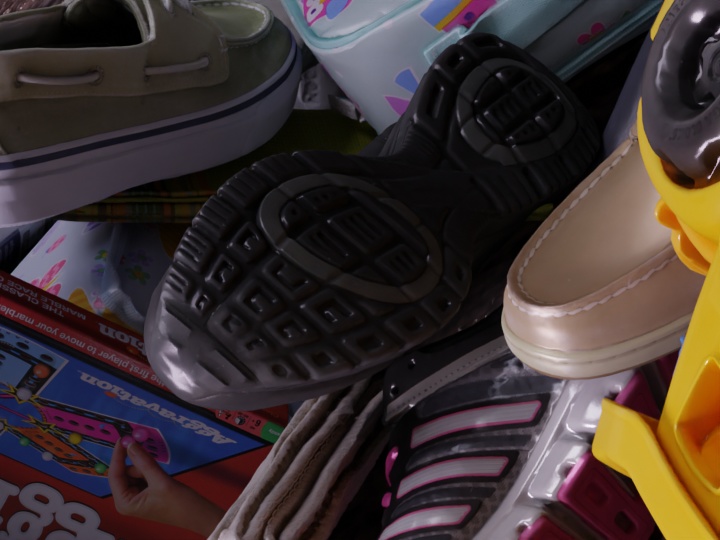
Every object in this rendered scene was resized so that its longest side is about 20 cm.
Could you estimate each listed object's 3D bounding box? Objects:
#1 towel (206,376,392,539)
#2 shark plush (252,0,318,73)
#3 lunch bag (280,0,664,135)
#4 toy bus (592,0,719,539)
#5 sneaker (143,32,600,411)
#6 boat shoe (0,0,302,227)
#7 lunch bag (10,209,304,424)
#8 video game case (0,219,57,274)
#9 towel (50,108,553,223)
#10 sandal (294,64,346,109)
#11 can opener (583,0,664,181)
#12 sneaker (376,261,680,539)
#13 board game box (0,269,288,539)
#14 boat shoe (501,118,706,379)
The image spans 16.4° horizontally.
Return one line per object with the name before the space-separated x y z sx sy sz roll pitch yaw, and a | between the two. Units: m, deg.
towel | -0.051 0.125 0.829 0.200 0.034 0.133 -59 -3 35
shark plush | -0.055 -0.144 1.070 0.083 0.091 0.200 -34 49 5
lunch bag | 0.063 -0.127 0.926 0.200 0.077 0.160 -35 31 5
toy bus | 0.125 0.039 0.638 0.192 0.136 0.200 -63 28 19
sneaker | 0.000 0.000 0.790 0.200 0.076 0.091 -32 -15 -46
boat shoe | -0.081 -0.069 0.874 0.200 0.072 0.062 -32 -45 -55
lunch bag | -0.091 0.042 0.970 0.170 0.127 0.200 -46 20 21
video game case | -0.165 0.020 1.063 0.182 0.023 0.200 -41 -9 -22
towel | -0.033 -0.044 0.924 0.086 0.200 0.018 -112 26 -58
sandal | -0.095 -0.073 1.135 0.203 0.082 0.050 -12 26 17
can opener | 0.123 -0.079 0.826 0.200 0.063 0.079 -57 -1 2
sneaker | 0.033 0.074 0.775 0.087 0.074 0.200 31 81 44
board game box | -0.136 0.046 0.849 0.103 0.200 0.019 -58 14 26
boat shoe | 0.114 -0.048 0.742 0.200 0.065 0.072 -39 39 -12
